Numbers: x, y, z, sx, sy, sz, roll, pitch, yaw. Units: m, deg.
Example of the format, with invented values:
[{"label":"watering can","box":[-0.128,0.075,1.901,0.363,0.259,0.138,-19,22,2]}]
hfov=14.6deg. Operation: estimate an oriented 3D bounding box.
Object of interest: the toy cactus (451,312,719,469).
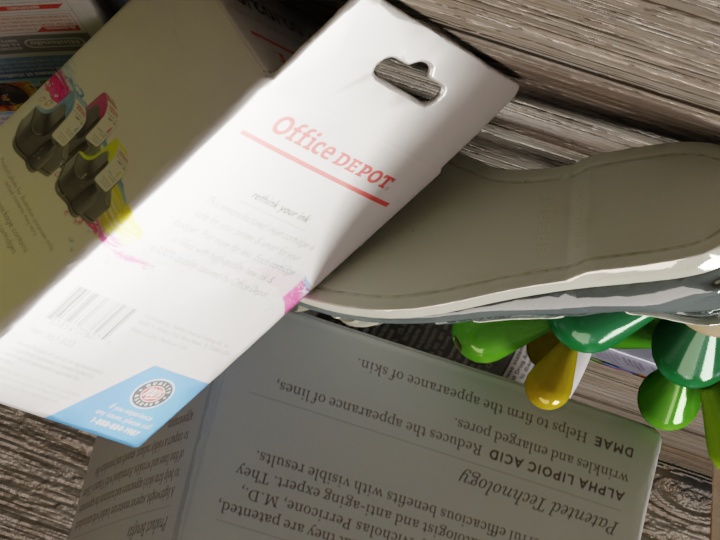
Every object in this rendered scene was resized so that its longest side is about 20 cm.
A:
[{"label":"toy cactus","box":[0.142,0.013,1.108,0.200,0.102,0.165,16,153,4]}]

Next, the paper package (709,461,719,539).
[{"label":"paper package","box":[0.276,0.170,1.427,0.200,0.191,0.103,2,172,7]}]

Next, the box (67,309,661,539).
[{"label":"box","box":[-0.008,0.114,1.214,0.200,0.131,0.199,18,165,-16]}]

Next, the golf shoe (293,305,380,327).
[{"label":"golf shoe","box":[-0.026,-0.042,1.156,0.097,0.078,0.200,-17,-140,-40]}]

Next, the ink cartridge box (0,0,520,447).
[{"label":"ink cartridge box","box":[-0.055,-0.035,0.979,0.115,0.200,0.068,25,-153,-55]}]

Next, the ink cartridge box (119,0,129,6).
[{"label":"ink cartridge box","box":[-0.145,-0.106,1.070,0.200,0.042,0.119,25,172,-38]}]

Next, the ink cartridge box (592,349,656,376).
[{"label":"ink cartridge box","box":[0.145,0.033,1.474,0.200,0.042,0.119,16,175,17]}]

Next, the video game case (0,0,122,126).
[{"label":"video game case","box":[-0.144,-0.072,1.006,0.143,0.018,0.200,-2,152,17]}]

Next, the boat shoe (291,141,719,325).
[{"label":"boat shoe","box":[0.056,-0.003,1.016,0.200,0.073,0.062,-4,146,27]}]

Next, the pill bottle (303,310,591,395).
[{"label":"pill bottle","box":[0.000,0.000,1.270,0.200,0.116,0.116,21,175,-25]}]
